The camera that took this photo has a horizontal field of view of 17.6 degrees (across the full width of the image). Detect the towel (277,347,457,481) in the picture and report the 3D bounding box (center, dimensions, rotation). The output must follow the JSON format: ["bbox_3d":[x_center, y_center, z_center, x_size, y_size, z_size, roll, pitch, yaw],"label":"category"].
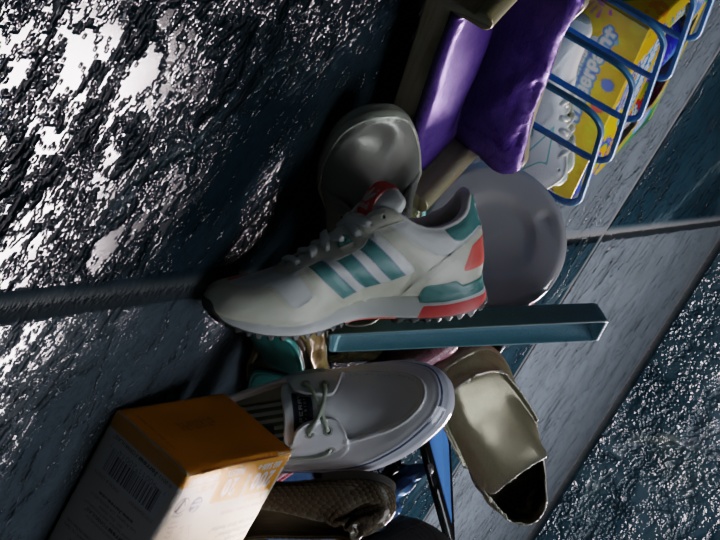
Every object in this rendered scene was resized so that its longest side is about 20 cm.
[{"bbox_3d":[-0.024,0.115,1.769,0.200,0.023,0.144,-37,-175,-18],"label":"towel"}]

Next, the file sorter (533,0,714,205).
[{"bbox_3d":[0.167,-0.170,1.730,0.200,0.122,0.139,-52,166,-27],"label":"file sorter"}]

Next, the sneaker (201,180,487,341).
[{"bbox_3d":[-0.010,-0.012,1.529,0.070,0.199,0.094,-143,-130,-64],"label":"sneaker"}]

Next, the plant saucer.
[{"bbox_3d":[0.076,0.041,1.683,0.070,0.199,0.019,93,-6,-77],"label":"plant saucer"}]

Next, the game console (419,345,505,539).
[{"bbox_3d":[0.094,0.101,1.980,0.176,0.116,0.200,-45,-164,17],"label":"game console"}]

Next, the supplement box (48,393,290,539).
[{"bbox_3d":[-0.146,0.188,1.563,0.126,0.073,0.201,-6,130,-58],"label":"supplement box"}]

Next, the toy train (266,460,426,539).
[{"bbox_3d":[-0.017,0.167,1.932,0.114,0.087,0.200,-16,-172,16],"label":"toy train"}]

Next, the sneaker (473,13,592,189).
[{"bbox_3d":[0.149,-0.117,1.907,0.070,0.080,0.201,-26,146,-61],"label":"sneaker"}]

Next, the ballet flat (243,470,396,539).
[{"bbox_3d":[-0.067,0.175,1.640,0.067,0.199,0.047,49,41,-54],"label":"ballet flat"}]

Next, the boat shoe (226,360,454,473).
[{"bbox_3d":[-0.035,0.106,1.612,0.199,0.074,0.067,-18,157,17],"label":"boat shoe"}]

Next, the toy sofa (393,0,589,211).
[{"bbox_3d":[0.073,-0.130,1.572,0.083,0.097,0.200,-46,164,-37],"label":"toy sofa"}]

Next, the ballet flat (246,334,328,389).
[{"bbox_3d":[-0.045,0.055,1.671,0.200,0.068,0.063,95,16,-67],"label":"ballet flat"}]

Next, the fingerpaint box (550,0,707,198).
[{"bbox_3d":[0.224,-0.183,2.019,0.167,0.073,0.200,-42,161,-45],"label":"fingerpaint box"}]

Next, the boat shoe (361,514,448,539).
[{"bbox_3d":[-0.006,0.243,1.920,0.074,0.201,0.065,-24,105,-49],"label":"boat shoe"}]

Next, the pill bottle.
[{"bbox_3d":[0.078,-0.004,1.784,0.114,0.114,0.200,-52,-179,-17],"label":"pill bottle"}]

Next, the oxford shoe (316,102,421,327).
[{"bbox_3d":[0.007,-0.034,1.586,0.075,0.058,0.200,-7,140,-14],"label":"oxford shoe"}]

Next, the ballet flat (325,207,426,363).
[{"bbox_3d":[0.000,0.000,1.713,0.071,0.071,0.200,-45,161,-38],"label":"ballet flat"}]

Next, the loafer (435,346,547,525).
[{"bbox_3d":[0.110,0.131,1.835,0.076,0.068,0.200,-35,138,-5],"label":"loafer"}]
